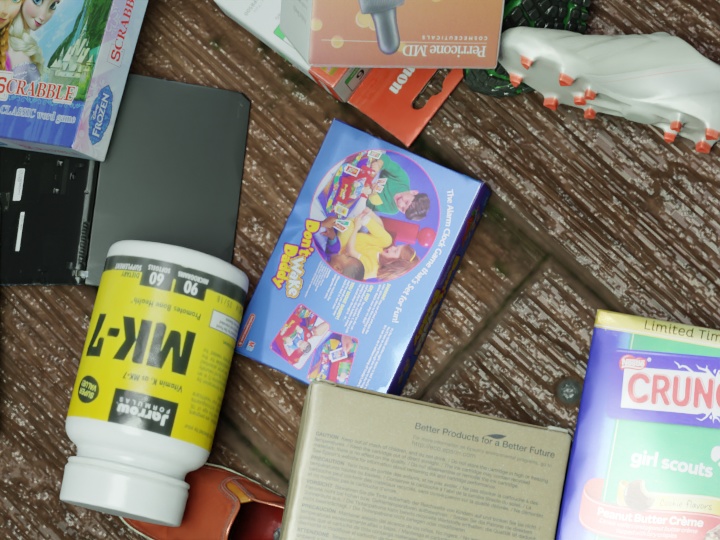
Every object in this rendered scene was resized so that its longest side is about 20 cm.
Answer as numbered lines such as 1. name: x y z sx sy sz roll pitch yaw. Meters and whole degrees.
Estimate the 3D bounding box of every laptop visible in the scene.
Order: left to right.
1. laptop: -0.206 -0.067 1.558 0.199 0.103 0.179 -1 78 39

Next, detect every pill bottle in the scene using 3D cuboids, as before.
1. pill bottle: -0.160 0.087 1.436 0.113 0.114 0.202 9 78 14

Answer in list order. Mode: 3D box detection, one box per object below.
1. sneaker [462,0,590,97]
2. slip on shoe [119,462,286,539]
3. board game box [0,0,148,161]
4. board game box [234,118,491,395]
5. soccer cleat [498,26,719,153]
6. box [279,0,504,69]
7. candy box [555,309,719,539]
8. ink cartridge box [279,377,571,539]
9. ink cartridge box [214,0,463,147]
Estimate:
1. sneaker: 0.144 -0.226 1.485 0.201 0.078 0.085 -56 38 6
2. slip on shoe: -0.103 0.194 1.463 0.199 0.061 0.075 16 86 16
3. board game box: -0.266 -0.200 1.543 0.199 0.041 0.201 9 82 36
4. board game box: 0.000 0.000 1.481 0.134 0.045 0.201 24 86 15
5. soccer cleat: 0.200 -0.154 1.444 0.199 0.069 0.078 18 72 -3
6. box: 0.028 -0.260 1.397 0.151 0.106 0.202 -2 112 -14
7. candy box: 0.242 0.143 1.385 0.168 0.077 0.202 9 81 15
8. ink cartridge box: 0.042 0.183 1.389 0.198 0.075 0.166 12 78 -3
9. ink cartridge box: -0.010 -0.201 1.515 0.200 0.050 0.109 38 89 17
